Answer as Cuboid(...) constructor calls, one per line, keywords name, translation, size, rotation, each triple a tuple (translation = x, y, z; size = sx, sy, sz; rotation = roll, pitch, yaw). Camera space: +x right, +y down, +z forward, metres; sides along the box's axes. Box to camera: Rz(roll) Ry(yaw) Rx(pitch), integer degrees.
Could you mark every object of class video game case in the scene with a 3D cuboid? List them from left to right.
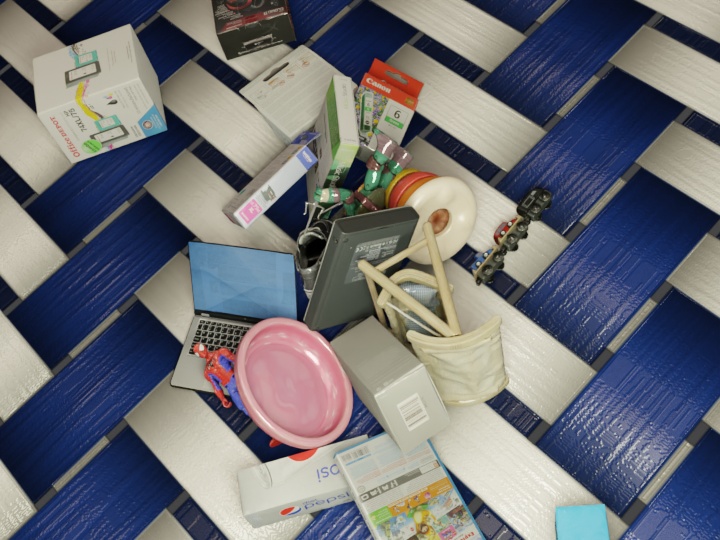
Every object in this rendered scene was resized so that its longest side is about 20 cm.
Cuboid(name="video game case", translation=(0.067, 0.312, 1.265), size=(0.141, 0.018, 0.202), rotation=(-16, 62, -30))

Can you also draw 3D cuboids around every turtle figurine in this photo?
Cuboid(name="turtle figurine", translation=(-0.001, -0.114, 1.457), size=(0.100, 0.150, 0.202), rotation=(36, 95, 12))

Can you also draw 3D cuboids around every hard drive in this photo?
Cuboid(name="hard drive", translation=(0.000, 0.000, 1.385), size=(0.137, 0.202, 0.033), rotation=(-13, 50, -32))

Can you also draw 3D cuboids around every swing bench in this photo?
Cuboid(name="swing bench", translation=(0.108, 0.080, 1.338), size=(0.128, 0.200, 0.201), rotation=(-29, 57, -6))

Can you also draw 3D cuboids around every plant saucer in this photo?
Cuboid(name="plant saucer", translation=(-0.102, 0.168, 1.366), size=(0.051, 0.198, 0.204), rotation=(-40, 47, 39))

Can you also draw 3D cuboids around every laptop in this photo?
Cuboid(name="laptop", translation=(-0.200, 0.080, 1.456), size=(0.183, 0.117, 0.204), rotation=(7, 61, 17))

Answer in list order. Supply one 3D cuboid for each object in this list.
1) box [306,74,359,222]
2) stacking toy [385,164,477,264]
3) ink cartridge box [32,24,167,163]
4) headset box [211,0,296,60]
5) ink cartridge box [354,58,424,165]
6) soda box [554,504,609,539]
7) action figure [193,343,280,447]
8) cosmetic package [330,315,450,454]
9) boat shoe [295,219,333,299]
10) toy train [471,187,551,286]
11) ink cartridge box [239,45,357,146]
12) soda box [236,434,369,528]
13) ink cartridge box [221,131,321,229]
Cuboid(name="box", translation=(-0.050, -0.197, 1.543), size=(0.035, 0.201, 0.147), rotation=(4, 56, -16))
Cuboid(name="stacking toy", translation=(0.085, -0.115, 1.526), size=(0.145, 0.148, 0.200), rotation=(-33, 39, -9))
Cuboid(name="ink cartridge box", translation=(-0.483, -0.326, 1.743), size=(0.196, 0.148, 0.148), rotation=(-19, 58, 1))
Cuboid(name="headset box", translation=(-0.212, -0.510, 1.835), size=(0.145, 0.075, 0.203), rotation=(-16, 57, 3))
Cuboid(name="ink cartridge box", translation=(0.038, -0.283, 1.636), size=(0.107, 0.050, 0.203), rotation=(25, 66, -3))
Cuboid(name="soda box", translation=(0.287, 0.405, 1.183), size=(0.066, 0.065, 0.204), rotation=(-5, 59, 9))
Cuboid(name="action figure", translation=(-0.183, 0.176, 1.413), size=(0.199, 0.051, 0.066), rotation=(40, 101, 22))
Cuboid(name="cosmetic package", translation=(0.038, 0.154, 1.314), size=(0.089, 0.108, 0.200), rotation=(-30, 26, -6))
Cuboid(name="boat shoe", translation=(-0.071, -0.036, 1.486), size=(0.070, 0.069, 0.202), rotation=(-17, 31, 14))
Cuboid(name="toy train", translation=(0.235, -0.056, 1.489), size=(0.045, 0.034, 0.201), rotation=(29, 69, 30))
Cuboid(name="ink cartridge box", translation=(-0.111, -0.319, 1.725), size=(0.159, 0.048, 0.200), rotation=(-38, 48, -10))
Cuboid(name="soda box", translation=(-0.072, 0.298, 1.327), size=(0.196, 0.064, 0.069), rotation=(-16, 58, 3))
Cuboid(name="ink cartridge box", translation=(-0.142, -0.154, 1.579), size=(0.200, 0.042, 0.119), rotation=(-47, 18, -7))
